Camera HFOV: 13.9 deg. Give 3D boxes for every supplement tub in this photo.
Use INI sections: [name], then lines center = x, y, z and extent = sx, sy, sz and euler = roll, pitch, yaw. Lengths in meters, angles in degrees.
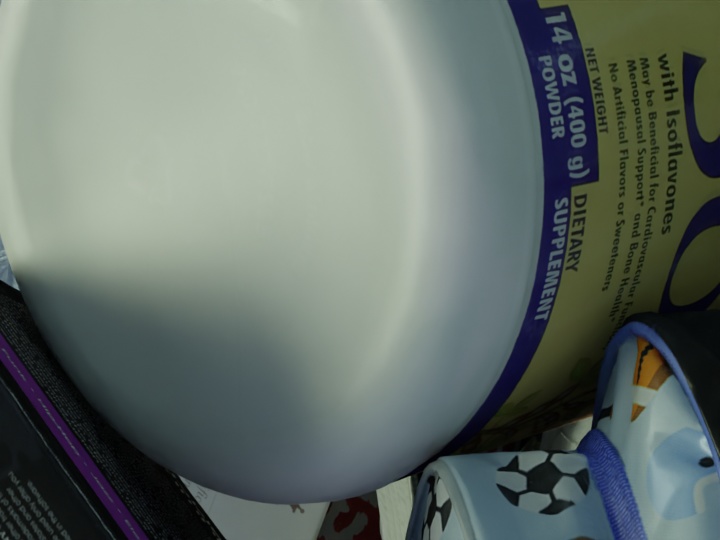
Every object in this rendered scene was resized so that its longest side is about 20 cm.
[supplement tub]
center = 0.033, -0.037, 0.656
extent = 0.145, 0.200, 0.146
euler = 11, 107, 41

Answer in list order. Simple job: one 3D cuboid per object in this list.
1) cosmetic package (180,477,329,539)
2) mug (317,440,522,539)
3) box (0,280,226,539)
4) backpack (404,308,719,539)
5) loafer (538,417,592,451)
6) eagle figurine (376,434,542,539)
[cosmetic package]
center = -0.090, 0.120, 1.100
extent = 0.200, 0.074, 0.102
euler = -29, 37, 65
[mug]
center = 0.018, 0.093, 1.185
extent = 0.133, 0.177, 0.201
euler = 18, 113, 43
[box]
center = -0.051, 0.067, 0.644
extent = 0.143, 0.036, 0.200
euler = 54, -179, 7
[backpack]
center = 0.083, 0.121, 0.591
extent = 0.191, 0.153, 0.201
euler = 87, 176, -51
[loafer]
center = 0.087, 0.044, 0.837
extent = 0.070, 0.068, 0.201
euler = -85, 7, -64
[eagle figurine]
center = 0.003, -0.005, 1.000
extent = 0.152, 0.200, 0.151
euler = -51, 6, 40
